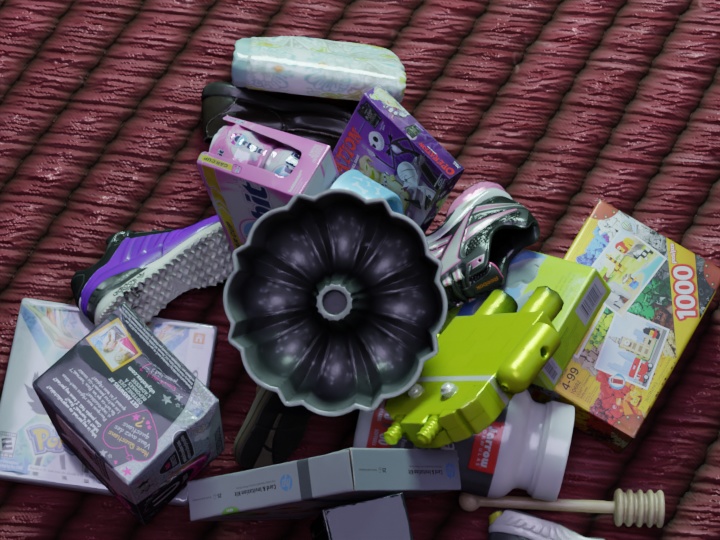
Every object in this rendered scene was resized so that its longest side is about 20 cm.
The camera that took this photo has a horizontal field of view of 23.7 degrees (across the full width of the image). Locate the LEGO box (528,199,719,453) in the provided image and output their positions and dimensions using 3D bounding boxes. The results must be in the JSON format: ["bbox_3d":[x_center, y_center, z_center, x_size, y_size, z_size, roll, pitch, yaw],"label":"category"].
[{"bbox_3d":[0.248,0.056,1.714,0.149,0.077,0.200,30,72,7],"label":"LEGO box"}]

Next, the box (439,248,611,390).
[{"bbox_3d":[0.131,0.034,1.673,0.200,0.048,0.122,16,66,42],"label":"box"}]

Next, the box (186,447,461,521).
[{"bbox_3d":[-0.034,0.196,1.560,0.200,0.156,0.041,-14,76,37],"label":"box"}]

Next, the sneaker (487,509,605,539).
[{"bbox_3d":[0.209,0.296,1.641,0.199,0.074,0.085,17,77,12],"label":"sneaker"}]

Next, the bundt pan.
[{"bbox_3d":[-0.019,0.028,1.542,0.201,0.076,0.203,0,90,6],"label":"bundt pan"}]

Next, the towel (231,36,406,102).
[{"bbox_3d":[-0.042,-0.206,1.732,0.170,0.200,0.048,4,102,-2],"label":"towel"}]

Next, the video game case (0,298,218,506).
[{"bbox_3d":[-0.253,0.129,1.691,0.199,0.022,0.183,8,71,0],"label":"video game case"}]

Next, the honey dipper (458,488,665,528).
[{"bbox_3d":[0.196,0.230,1.678,0.199,0.038,0.038,2,71,2],"label":"honey dipper"}]

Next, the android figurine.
[{"bbox_3d":[0.097,0.088,1.542,0.200,0.182,0.041,-46,114,-29],"label":"android figurine"}]

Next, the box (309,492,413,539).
[{"bbox_3d":[0.008,0.284,1.552,0.079,0.200,0.142,-14,80,-8],"label":"box"}]

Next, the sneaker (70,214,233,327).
[{"bbox_3d":[-0.204,-0.016,1.718,0.200,0.070,0.099,-31,48,-26],"label":"sneaker"}]

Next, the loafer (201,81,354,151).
[{"bbox_3d":[-0.073,-0.137,1.770,0.199,0.073,0.072,13,77,10],"label":"loafer"}]

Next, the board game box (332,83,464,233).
[{"bbox_3d":[0.018,-0.077,1.685,0.032,0.200,0.120,-31,72,-36],"label":"board game box"}]

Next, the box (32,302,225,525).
[{"bbox_3d":[-0.208,0.138,1.574,0.115,0.200,0.132,-43,79,-14],"label":"box"}]

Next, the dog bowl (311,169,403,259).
[{"bbox_3d":[0.000,0.000,1.655,0.049,0.201,0.112,18,41,23],"label":"dog bowl"}]

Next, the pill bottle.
[{"bbox_3d":[0.099,0.153,1.649,0.199,0.116,0.116,12,71,4],"label":"pill bottle"}]

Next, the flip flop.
[{"bbox_3d":[-0.063,0.108,1.647,0.081,0.200,0.058,15,32,-31],"label":"flip flop"}]

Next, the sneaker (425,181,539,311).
[{"bbox_3d":[0.091,0.000,1.636,0.200,0.080,0.086,-49,45,-10],"label":"sneaker"}]

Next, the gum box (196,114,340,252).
[{"bbox_3d":[-0.075,-0.058,1.653,0.113,0.200,0.066,19,62,23],"label":"gum box"}]
